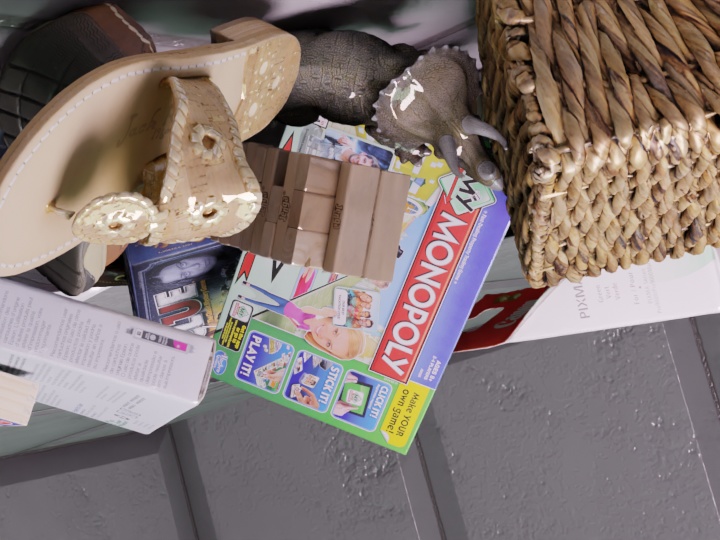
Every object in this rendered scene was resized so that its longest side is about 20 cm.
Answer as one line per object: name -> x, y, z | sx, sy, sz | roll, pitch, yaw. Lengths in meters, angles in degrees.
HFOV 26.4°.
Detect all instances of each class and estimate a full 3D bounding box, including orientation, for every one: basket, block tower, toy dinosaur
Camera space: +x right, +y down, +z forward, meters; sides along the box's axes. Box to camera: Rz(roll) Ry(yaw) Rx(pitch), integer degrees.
basket -> 0.136, -0.092, 0.719 | 0.149, 0.143, 0.200 | -12, 163, 2
block tower -> -0.056, -0.039, 0.791 | 0.054, 0.058, 0.200 | 9, -177, -36
toy dinosaur -> -0.013, -0.094, 0.759 | 0.200, 0.077, 0.102 | 16, 175, 12

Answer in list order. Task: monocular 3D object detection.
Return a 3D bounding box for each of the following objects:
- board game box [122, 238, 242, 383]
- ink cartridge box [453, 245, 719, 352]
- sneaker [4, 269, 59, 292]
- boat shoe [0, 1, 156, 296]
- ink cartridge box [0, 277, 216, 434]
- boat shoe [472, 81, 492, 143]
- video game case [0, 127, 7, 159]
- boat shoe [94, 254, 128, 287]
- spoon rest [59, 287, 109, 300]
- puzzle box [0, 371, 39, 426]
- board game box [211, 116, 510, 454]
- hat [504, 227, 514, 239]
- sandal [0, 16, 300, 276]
board game box -> -0.080, 0.012, 0.987 | 0.135, 0.035, 0.200 | -16, 155, -11
ink cartridge box -> 0.140, 0.000, 0.943 | 0.200, 0.050, 0.161 | -8, -170, 26
sneaker -> -0.224, -0.017, 0.856 | 0.200, 0.078, 0.099 | -22, 167, 39
boat shoe -> -0.122, -0.063, 0.721 | 0.074, 0.076, 0.200 | -40, 172, -29
ink cartridge box -> -0.193, 0.040, 0.847 | 0.200, 0.043, 0.196 | 19, 166, -12
boat shoe -> 0.040, -0.032, 0.918 | 0.065, 0.072, 0.200 | -8, 130, -37
video game case -> -0.255, -0.050, 0.755 | 0.200, 0.019, 0.143 | -19, 172, 19
boat shoe -> -0.142, -0.023, 0.984 | 0.200, 0.071, 0.070 | -11, 176, -31
spoon rest -> -0.232, 0.014, 1.127 | 0.199, 0.061, 0.099 | -16, 173, 10
puzzle box -> -0.272, 0.060, 0.871 | 0.133, 0.025, 0.200 | 20, 166, -23
board game box -> 0.000, 0.000, 0.876 | 0.134, 0.200, 0.029 | 22, -150, 1
hat -> 0.082, -0.059, 1.158 | 0.200, 0.081, 0.201 | -16, -179, 0
sandal -> -0.064, -0.048, 0.628 | 0.212, 0.070, 0.078 | -42, 153, -52
